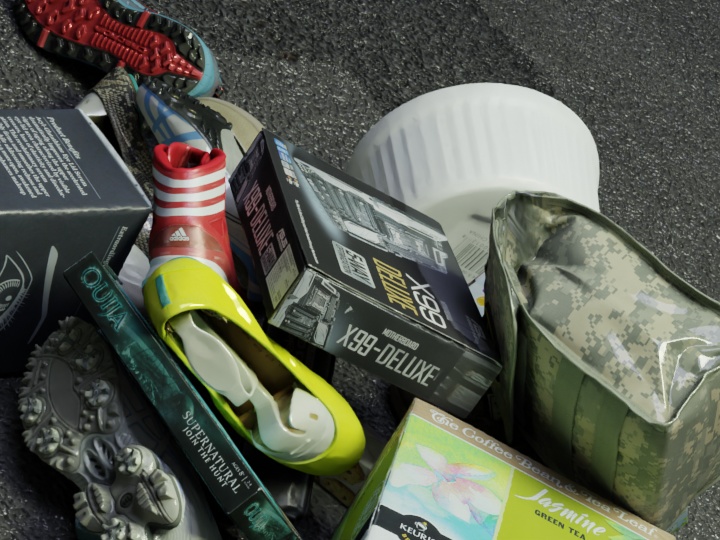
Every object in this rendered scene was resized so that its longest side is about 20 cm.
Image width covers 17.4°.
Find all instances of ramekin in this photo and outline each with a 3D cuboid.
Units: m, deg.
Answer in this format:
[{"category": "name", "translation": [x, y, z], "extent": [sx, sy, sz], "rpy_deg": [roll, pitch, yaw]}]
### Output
[{"category": "ramekin", "translation": [0.090, -0.036, 1.786], "extent": [0.199, 0.201, 0.098], "rpy_deg": [16, 41, -23]}]

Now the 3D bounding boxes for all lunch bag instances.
[{"category": "lunch bag", "translation": [0.150, 0.058, 1.549], "extent": [0.117, 0.165, 0.200], "rpy_deg": [-39, 62, -23]}]

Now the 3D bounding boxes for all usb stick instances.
[{"category": "usb stick", "translation": [-0.048, 0.080, 1.588], "extent": [0.055, 0.033, 0.201], "rpy_deg": [11, 59, -2]}]

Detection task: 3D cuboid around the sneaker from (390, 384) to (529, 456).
[{"category": "sneaker", "translation": [0.083, 0.122, 1.668], "extent": [0.070, 0.076, 0.201], "rpy_deg": [2, 42, -38]}]

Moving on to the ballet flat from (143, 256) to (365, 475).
[{"category": "ballet flat", "translation": [-0.066, 0.075, 1.482], "extent": [0.200, 0.067, 0.067], "rpy_deg": [49, 12, -26]}]

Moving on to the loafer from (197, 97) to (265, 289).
[{"category": "loafer", "translation": [-0.092, -0.056, 1.767], "extent": [0.068, 0.076, 0.200], "rpy_deg": [0, 44, -49]}]

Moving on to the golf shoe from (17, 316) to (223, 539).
[{"category": "golf shoe", "translation": [-0.148, 0.116, 1.477], "extent": [0.097, 0.078, 0.201], "rpy_deg": [37, 17, -48]}]

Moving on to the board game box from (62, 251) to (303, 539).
[{"category": "board game box", "translation": [-0.108, 0.091, 1.484], "extent": [0.200, 0.028, 0.135], "rpy_deg": [53, -4, 26]}]

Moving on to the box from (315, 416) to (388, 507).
[{"category": "box", "translation": [-0.005, 0.131, 1.615], "extent": [0.200, 0.042, 0.039], "rpy_deg": [39, 34, 11]}]

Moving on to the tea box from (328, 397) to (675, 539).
[{"category": "tea box", "translation": [0.074, 0.219, 1.470], "extent": [0.199, 0.134, 0.197], "rpy_deg": [28, 31, -4]}]

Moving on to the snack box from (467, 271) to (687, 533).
[{"category": "snack box", "translation": [0.154, 0.100, 1.704], "extent": [0.053, 0.143, 0.200], "rpy_deg": [-36, 64, -12]}]

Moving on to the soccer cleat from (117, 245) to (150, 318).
[{"category": "soccer cleat", "translation": [-0.214, -0.041, 1.641], "extent": [0.199, 0.078, 0.069], "rpy_deg": [36, 32, 7]}]

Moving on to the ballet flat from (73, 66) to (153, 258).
[{"category": "ballet flat", "translation": [-0.185, -0.081, 1.740], "extent": [0.075, 0.068, 0.201], "rpy_deg": [0, 46, -26]}]

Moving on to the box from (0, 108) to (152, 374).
[{"category": "box", "translation": [-0.258, -0.016, 1.505], "extent": [0.199, 0.149, 0.105], "rpy_deg": [-3, 44, -44]}]

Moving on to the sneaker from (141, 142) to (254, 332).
[{"category": "sneaker", "translation": [-0.103, -0.019, 1.587], "extent": [0.078, 0.200, 0.117], "rpy_deg": [4, 76, -2]}]

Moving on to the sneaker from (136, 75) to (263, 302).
[{"category": "sneaker", "translation": [-0.108, -0.061, 1.697], "extent": [0.200, 0.073, 0.072], "rpy_deg": [52, 19, 24]}]

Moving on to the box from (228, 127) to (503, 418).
[{"category": "box", "translation": [0.000, 0.000, 1.571], "extent": [0.157, 0.050, 0.200], "rpy_deg": [27, 20, -23]}]

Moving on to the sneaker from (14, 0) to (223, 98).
[{"category": "sneaker", "translation": [-0.193, -0.182, 1.882], "extent": [0.199, 0.080, 0.095], "rpy_deg": [36, 1, 23]}]

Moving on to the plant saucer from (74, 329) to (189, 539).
[{"category": "plant saucer", "translation": [-0.149, 0.115, 1.537], "extent": [0.069, 0.019, 0.201], "rpy_deg": [21, 34, -16]}]
